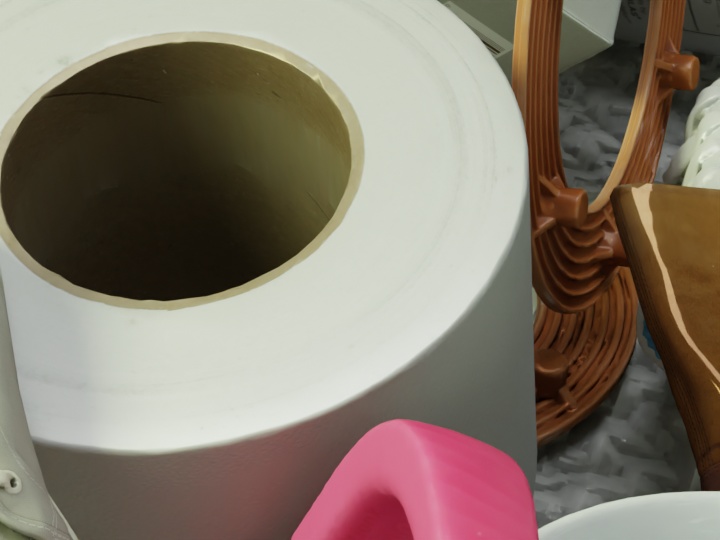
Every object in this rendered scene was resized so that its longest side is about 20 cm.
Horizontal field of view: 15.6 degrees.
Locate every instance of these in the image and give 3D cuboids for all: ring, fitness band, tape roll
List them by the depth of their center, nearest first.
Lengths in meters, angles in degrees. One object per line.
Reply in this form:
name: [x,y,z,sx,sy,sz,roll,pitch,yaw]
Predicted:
fitness band: [-0.012,0.125,0.638,0.037,0.200,0.144,18,44,-14]
tape roll: [-0.047,0.017,0.784,0.202,0.139,0.203,-2,48,2]
ring: [0.088,-0.084,0.871,0.019,0.201,0.201,8,36,20]
ring: [0.000,0.000,0.932,0.200,0.019,0.201,4,38,-3]

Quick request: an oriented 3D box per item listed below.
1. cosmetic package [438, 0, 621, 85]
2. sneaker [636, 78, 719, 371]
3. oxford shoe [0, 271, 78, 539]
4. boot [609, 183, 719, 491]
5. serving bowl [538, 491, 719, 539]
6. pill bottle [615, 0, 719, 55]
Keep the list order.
cosmetic package: [0.049,-0.160,0.968,0.090,0.107,0.201,30,54,-27]
sneaker: [0.140,-0.020,0.938,0.081,0.077,0.200,34,35,16]
oxford shoe: [-0.109,0.048,0.637,0.075,0.058,0.201,-13,53,-3]
boot: [0.103,0.058,0.779,0.187,0.069,0.201,-3,63,-12]
serving bowl: [0.114,0.136,0.640,0.199,0.066,0.200,10,28,-6]
pill bottle: [0.175,-0.136,1.034,0.199,0.115,0.114,13,36,31]
